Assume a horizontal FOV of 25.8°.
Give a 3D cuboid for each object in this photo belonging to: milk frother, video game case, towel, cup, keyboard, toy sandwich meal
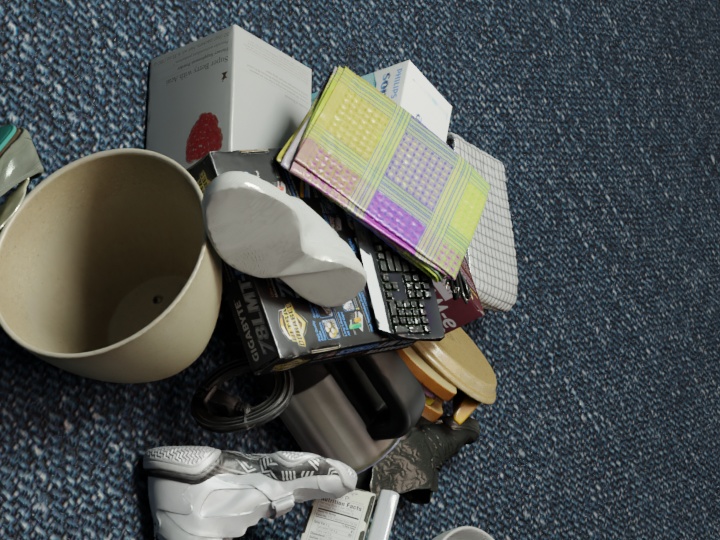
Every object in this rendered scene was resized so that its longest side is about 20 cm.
[{"bbox_3d":[-0.060,0.132,1.534,0.200,0.180,0.189,-42,114,-20],"label":"milk frother"},{"bbox_3d":[-0.006,0.340,1.522,0.183,0.022,0.201,101,5,-55],"label":"video game case"},{"bbox_3d":[0.114,-0.050,1.864,0.165,0.085,0.202,18,63,-62],"label":"towel"},{"bbox_3d":[0.026,-0.092,1.468,0.199,0.023,0.144,35,52,-13],"label":"towel"},{"bbox_3d":[-0.198,0.019,1.354,0.143,0.199,0.201,60,33,-54],"label":"cup"},{"bbox_3d":[0.049,-0.028,1.475,0.126,0.021,0.201,4,65,-38],"label":"keyboard"},{"bbox_3d":[0.074,0.097,1.773,0.205,0.070,0.205,43,13,-12],"label":"toy sandwich meal"}]

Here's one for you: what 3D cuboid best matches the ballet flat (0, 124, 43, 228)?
[{"bbox_3d":[-0.323,-0.049,1.290,0.200,0.067,0.064,-55,129,-48],"label":"ballet flat"}]

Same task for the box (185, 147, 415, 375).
[{"bbox_3d":[-0.045,-0.016,1.435,0.198,0.050,0.201,-9,72,-44],"label":"box"}]

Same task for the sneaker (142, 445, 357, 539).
[{"bbox_3d":[-0.103,0.223,1.438,0.198,0.075,0.116,5,80,-13],"label":"sneaker"}]

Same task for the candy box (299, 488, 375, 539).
[{"bbox_3d":[-0.045,0.317,1.476,0.137,0.061,0.201,102,6,-46],"label":"candy box"}]

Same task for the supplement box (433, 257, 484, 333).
[{"bbox_3d":[0.063,-0.041,1.668,0.109,0.061,0.201,51,17,-45],"label":"supplement box"}]

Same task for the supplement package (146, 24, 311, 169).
[{"bbox_3d":[-0.129,-0.114,1.536,0.119,0.121,0.201,24,58,-48],"label":"supplement package"}]

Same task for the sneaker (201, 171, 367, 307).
[{"bbox_3d":[-0.074,-0.041,1.329,0.200,0.075,0.089,39,22,-50],"label":"sneaker"}]

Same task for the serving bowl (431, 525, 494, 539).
[{"bbox_3d":[0.104,0.385,1.725,0.200,0.066,0.202,25,58,-47],"label":"serving bowl"}]

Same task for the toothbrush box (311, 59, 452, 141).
[{"bbox_3d":[-0.016,-0.113,1.627,0.085,0.199,0.147,41,46,-38],"label":"toothbrush box"}]

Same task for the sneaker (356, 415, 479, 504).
[{"bbox_3d":[0.064,0.213,1.744,0.199,0.060,0.105,13,66,-47],"label":"sneaker"}]
